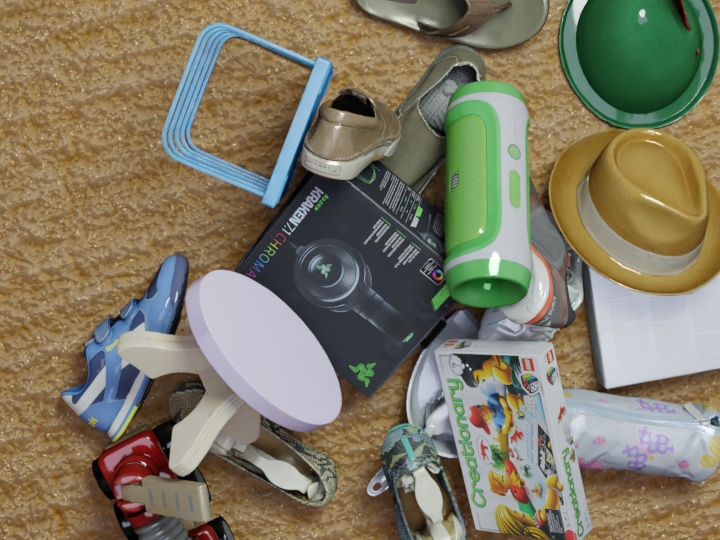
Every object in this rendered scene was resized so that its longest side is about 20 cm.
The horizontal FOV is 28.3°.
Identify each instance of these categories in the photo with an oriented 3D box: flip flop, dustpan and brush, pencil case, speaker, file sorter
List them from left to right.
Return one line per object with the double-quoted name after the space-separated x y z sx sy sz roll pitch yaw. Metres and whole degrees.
-0.105 -0.153 1.360 0.121 0.200 0.141 21 96 -3 "file sorter"
0.080 0.157 1.478 0.200 0.057 0.140 -43 98 3 "dustpan and brush"
0.088 -0.264 1.414 0.197 0.058 0.082 12 113 0 "flip flop"
0.118 -0.072 1.336 0.087 0.089 0.203 3 66 -3 "speaker"
0.270 0.167 1.465 0.197 0.091 0.084 7 72 -9 "pencil case"

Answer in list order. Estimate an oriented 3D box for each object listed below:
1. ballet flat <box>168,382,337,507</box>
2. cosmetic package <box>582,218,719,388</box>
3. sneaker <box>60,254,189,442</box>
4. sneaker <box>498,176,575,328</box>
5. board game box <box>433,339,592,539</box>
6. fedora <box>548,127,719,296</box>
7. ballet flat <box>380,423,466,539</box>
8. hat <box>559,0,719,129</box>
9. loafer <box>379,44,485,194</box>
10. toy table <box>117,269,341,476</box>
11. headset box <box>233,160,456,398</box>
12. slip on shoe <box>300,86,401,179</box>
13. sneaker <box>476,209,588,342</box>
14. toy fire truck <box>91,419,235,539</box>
-0.109 0.180 1.464 0.198 0.075 0.068 32 100 -6 "ballet flat"
0.333 0.027 1.479 0.197 0.052 0.153 -9 99 -2 "cosmetic package"
-0.235 0.070 1.446 0.081 0.074 0.202 26 92 0 "sneaker"
0.163 -0.022 1.398 0.081 0.202 0.077 23 136 -34 "sneaker"
0.151 0.168 1.417 0.125 0.034 0.203 -1 110 41 "board game box"
0.284 -0.075 1.403 0.197 0.082 0.203 5 58 -7 "fedora"
0.069 0.246 1.447 0.073 0.075 0.202 -24 125 0 "ballet flat"
0.284 -0.232 1.379 0.164 0.176 0.202 -31 98 1 "hat"
0.058 -0.138 1.434 0.075 0.070 0.202 30 95 -6 "loafer"
-0.124 0.097 1.348 0.116 0.185 0.200 -28 119 27 "toy table"
0.000 0.000 1.412 0.199 0.093 0.174 39 116 -7 "headset box"
-0.005 -0.141 1.339 0.075 0.200 0.061 19 112 12 "slip on shoe"
0.175 0.037 1.439 0.070 0.080 0.203 16 90 -49 "sneaker"
-0.184 0.249 1.406 0.127 0.200 0.178 -26 98 1 "toy fire truck"
